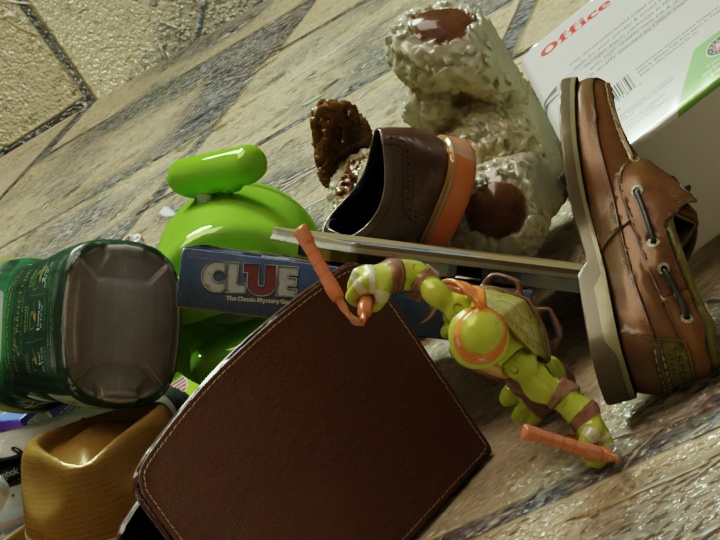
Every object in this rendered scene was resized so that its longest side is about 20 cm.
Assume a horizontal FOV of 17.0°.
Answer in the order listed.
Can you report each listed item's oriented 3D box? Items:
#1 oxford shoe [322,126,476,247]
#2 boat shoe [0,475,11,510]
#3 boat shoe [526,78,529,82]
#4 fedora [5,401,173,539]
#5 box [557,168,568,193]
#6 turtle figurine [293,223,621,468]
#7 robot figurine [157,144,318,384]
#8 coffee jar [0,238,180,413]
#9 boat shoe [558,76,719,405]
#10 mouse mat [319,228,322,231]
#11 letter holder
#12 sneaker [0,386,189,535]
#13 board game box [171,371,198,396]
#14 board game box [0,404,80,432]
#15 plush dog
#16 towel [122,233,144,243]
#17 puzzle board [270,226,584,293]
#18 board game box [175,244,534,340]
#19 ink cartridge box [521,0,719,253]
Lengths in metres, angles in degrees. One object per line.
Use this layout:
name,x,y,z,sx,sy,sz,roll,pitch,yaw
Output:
oxford shoe,0.000,0.000,1.509,0.201,0.073,0.071,-68,27,14
boat shoe,-0.302,0.191,1.483,0.200,0.068,0.072,-49,9,1
boat shoe,0.148,-0.126,1.777,0.200,0.073,0.063,-30,16,33
fedora,-0.152,0.132,1.461,0.200,0.082,0.201,-16,13,4
box,0.242,-0.114,1.566,0.200,0.049,0.161,-22,22,39
turtle figurine,0.062,0.031,1.246,0.065,0.200,0.161,-57,-11,1
robot figurine,-0.081,0.008,1.592,0.115,0.176,0.200,-21,14,6
coffee jar,-0.191,0.039,1.536,0.085,0.105,0.200,5,-6,-30
boat shoe,0.149,-0.021,1.282,0.068,0.072,0.201,-13,59,10
mouse mat,-0.106,0.024,1.985,0.200,0.008,0.161,-24,16,32
letter holder,-0.051,0.105,1.277,0.100,0.142,0.200,-17,21,50
sneaker,-0.199,0.130,1.577,0.199,0.074,0.080,-23,-10,8
board game box,-0.131,0.094,1.710,0.101,0.048,0.200,-32,14,5
board game box,-0.184,0.066,1.726,0.200,0.045,0.134,-41,15,-26
plush dog,0.050,-0.054,1.616,0.171,0.201,0.160,-25,-26,20
towel,-0.228,0.074,1.823,0.030,0.147,0.200,32,57,32
puzzle board,0.063,-0.003,1.407,0.199,0.017,0.151,6,3,-20
board game box,-0.002,0.014,1.402,0.199,0.035,0.135,7,1,0
ink cartridge box,0.191,-0.107,1.437,0.145,0.084,0.200,-38,25,11
